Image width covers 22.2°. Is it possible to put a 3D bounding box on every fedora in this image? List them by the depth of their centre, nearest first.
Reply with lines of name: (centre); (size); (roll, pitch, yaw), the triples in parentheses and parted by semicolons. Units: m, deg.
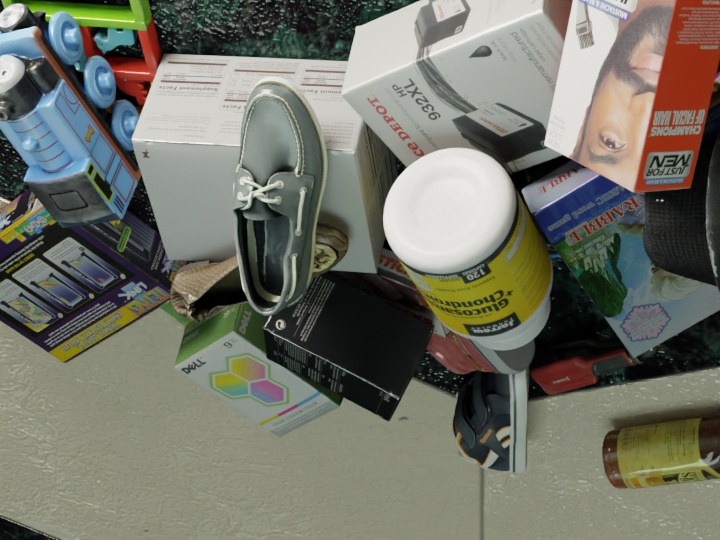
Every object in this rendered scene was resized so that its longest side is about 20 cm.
fedora: (0.280, -0.047, 1.452); (0.091, 0.202, 0.201); (2, 140, 29)

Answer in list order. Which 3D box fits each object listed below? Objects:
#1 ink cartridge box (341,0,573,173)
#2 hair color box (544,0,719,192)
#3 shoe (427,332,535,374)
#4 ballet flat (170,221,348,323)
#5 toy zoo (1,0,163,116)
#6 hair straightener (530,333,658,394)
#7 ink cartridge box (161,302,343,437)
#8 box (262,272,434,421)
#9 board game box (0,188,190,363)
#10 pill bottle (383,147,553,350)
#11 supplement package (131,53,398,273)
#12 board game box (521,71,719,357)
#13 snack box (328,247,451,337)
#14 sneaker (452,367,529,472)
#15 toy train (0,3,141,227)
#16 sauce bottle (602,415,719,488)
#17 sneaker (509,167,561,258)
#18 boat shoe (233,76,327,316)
ink cartridge box: (0.107, -0.157, 1.499); (0.199, 0.084, 0.145); (-18, 132, 34)
hair color box: (0.208, -0.171, 1.356); (0.064, 0.111, 0.202); (-6, 115, -34)
shoe: (0.077, 0.022, 1.731); (0.091, 0.072, 0.200); (-9, 126, 48)
ballet flat: (-0.092, 0.005, 1.609); (0.199, 0.047, 0.067); (-18, 134, 35)
toy zoo: (-0.238, -0.183, 1.627); (0.130, 0.021, 0.201); (5, 140, 12)
hair straightener: (0.237, 0.065, 1.734); (0.041, 0.077, 0.200); (45, 151, -7)
ink cartridge box: (-0.119, 0.084, 1.875); (0.200, 0.060, 0.104); (37, 136, -25)
box: (-0.013, 0.069, 1.729); (0.140, 0.079, 0.200); (29, 170, 3)
board game box: (-0.295, -0.003, 1.832); (0.165, 0.057, 0.199); (37, 136, -28)
pill bottle: (0.098, -0.009, 1.539); (0.111, 0.113, 0.200); (-2, 153, 20)
supplement package: (-0.079, -0.093, 1.613); (0.198, 0.111, 0.156); (4, 140, 13)
board game box: (0.270, -0.044, 1.560); (0.199, 0.041, 0.200); (-31, 127, 14)
snack box: (0.000, 0.000, 1.703); (0.199, 0.024, 0.072); (22, 150, 35)
sneaker: (0.132, 0.141, 1.849); (0.079, 0.079, 0.201); (3, 141, 5)
toy train: (-0.260, -0.133, 1.585); (0.086, 0.115, 0.201); (-8, 136, 25)
sauce bottle: (0.343, 0.179, 1.838); (0.199, 0.066, 0.066); (-11, 135, 30)
sneaker: (0.140, -0.061, 1.613); (0.198, 0.071, 0.083); (4, 146, 18)
boat shoe: (-0.070, -0.056, 1.503); (0.072, 0.062, 0.202); (8, 117, 15)
